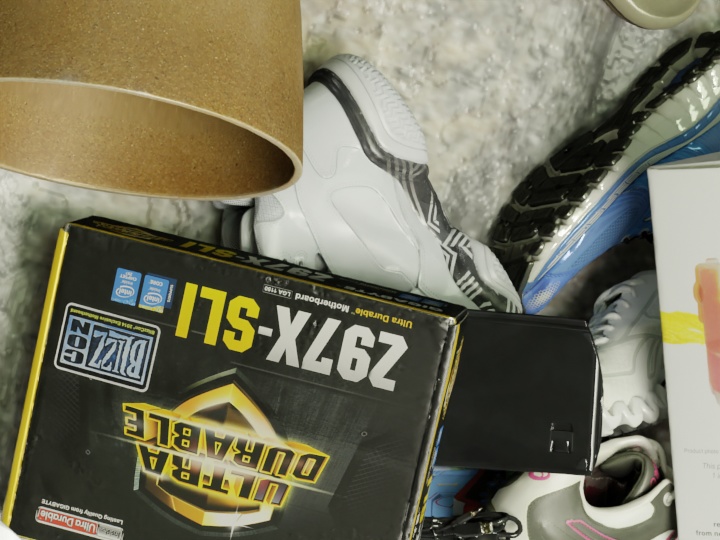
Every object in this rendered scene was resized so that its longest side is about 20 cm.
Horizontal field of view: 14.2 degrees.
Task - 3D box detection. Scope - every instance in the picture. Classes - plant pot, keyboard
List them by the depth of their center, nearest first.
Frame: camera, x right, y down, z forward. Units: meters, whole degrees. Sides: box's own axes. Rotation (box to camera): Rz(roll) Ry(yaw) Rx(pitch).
[{"bbox_3d":[-0.104,-0.153,1.354,0.186,0.186,0.200,16,75,-26],"label":"plant pot"},{"bbox_3d":[0.018,0.078,1.413,0.200,0.021,0.127,5,98,10],"label":"keyboard"}]

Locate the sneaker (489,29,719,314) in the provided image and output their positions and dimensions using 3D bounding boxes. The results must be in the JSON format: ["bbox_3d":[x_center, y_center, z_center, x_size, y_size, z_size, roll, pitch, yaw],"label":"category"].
[{"bbox_3d":[0.154,-0.038,1.529,0.200,0.079,0.089,-41,108,-16],"label":"sneaker"}]

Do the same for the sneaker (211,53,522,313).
[{"bbox_3d":[0.000,0.000,1.465,0.115,0.075,0.200,-34,105,-16],"label":"sneaker"}]

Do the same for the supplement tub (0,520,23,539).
[{"bbox_3d":[-0.238,0.192,1.335,0.145,0.145,0.200,45,77,-23],"label":"supplement tub"}]

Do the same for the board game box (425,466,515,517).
[{"bbox_3d":[-0.002,0.172,1.495,0.200,0.037,0.151,4,95,-25],"label":"board game box"}]

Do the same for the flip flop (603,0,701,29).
[{"bbox_3d":[0.122,-0.208,1.504,0.081,0.058,0.200,-43,112,-15],"label":"flip flop"}]

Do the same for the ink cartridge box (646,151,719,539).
[{"bbox_3d":[0.220,0.034,1.470,0.145,0.083,0.200,-14,101,-55],"label":"ink cartridge box"}]

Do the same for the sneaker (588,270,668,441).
[{"bbox_3d":[0.139,0.046,1.516,0.200,0.075,0.081,-15,87,-49],"label":"sneaker"}]

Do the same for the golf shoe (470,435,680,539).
[{"bbox_3d":[0.149,0.132,1.484,0.200,0.077,0.088,4,130,-40],"label":"golf shoe"}]

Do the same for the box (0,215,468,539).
[{"bbox_3d":[-0.061,0.073,1.392,0.200,0.049,0.160,14,98,9],"label":"box"}]
